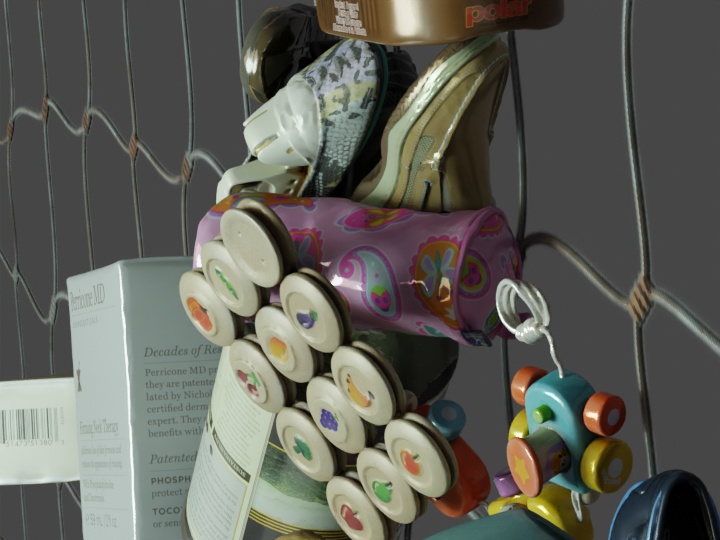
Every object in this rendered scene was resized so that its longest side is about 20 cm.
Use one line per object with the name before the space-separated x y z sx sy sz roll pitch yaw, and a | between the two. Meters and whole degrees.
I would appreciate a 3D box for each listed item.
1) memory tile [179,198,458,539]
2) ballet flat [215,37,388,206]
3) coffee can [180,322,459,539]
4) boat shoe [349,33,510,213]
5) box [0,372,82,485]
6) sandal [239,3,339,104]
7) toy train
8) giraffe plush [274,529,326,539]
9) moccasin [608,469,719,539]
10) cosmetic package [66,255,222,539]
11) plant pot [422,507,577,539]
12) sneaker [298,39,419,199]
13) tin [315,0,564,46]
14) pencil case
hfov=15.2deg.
memory tile | -0.028 0.062 1.537 0.200 0.017 0.153 53 150 6
ballet flat | -0.046 -0.067 1.665 0.200 0.072 0.072 -59 38 45
coffee can | -0.029 0.105 1.725 0.200 0.146 0.147 105 153 -44
boat shoe | 0.054 -0.060 1.599 0.076 0.072 0.200 46 144 16
box | -0.226 0.119 2.079 0.200 0.095 0.078 2 -96 -81
sandal | -0.054 -0.138 1.781 0.200 0.054 0.082 -14 -63 -75
toy train | 0.071 0.101 1.495 0.150 0.056 0.200 50 146 16
giraffe plush | -0.029 0.277 1.606 0.200 0.162 0.173 47 157 4
moccasin | 0.154 0.194 1.313 0.068 0.080 0.201 119 142 -66
cosmetic package | -0.107 0.094 1.921 0.167 0.166 0.201 167 99 -71
plant pot | 0.082 0.205 1.409 0.135 0.200 0.200 -53 26 3
sneaker | -0.007 -0.074 1.743 0.200 0.076 0.115 117 146 -51
tin | 0.044 -0.154 1.522 0.200 0.112 0.042 -155 53 -69
pencil case | 0.000 0.000 1.584 0.199 0.087 0.088 5 101 31
